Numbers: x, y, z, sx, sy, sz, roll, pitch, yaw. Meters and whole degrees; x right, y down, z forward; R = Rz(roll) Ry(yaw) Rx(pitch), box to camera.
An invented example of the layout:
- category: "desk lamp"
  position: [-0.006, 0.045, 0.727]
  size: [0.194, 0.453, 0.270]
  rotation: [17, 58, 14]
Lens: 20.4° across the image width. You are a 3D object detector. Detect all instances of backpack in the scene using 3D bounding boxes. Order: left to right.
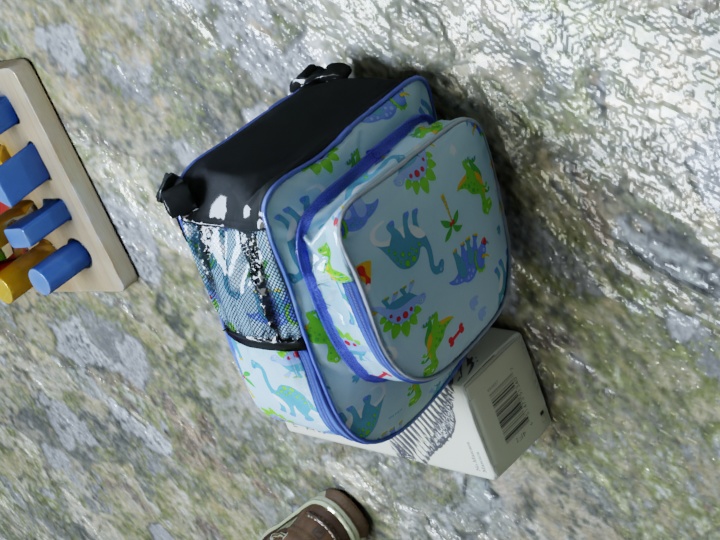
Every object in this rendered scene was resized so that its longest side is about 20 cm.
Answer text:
- category: "backpack"
  position: [0.000, 0.000, 1.221]
  size: [0.146, 0.183, 0.201]
  rotation: [11, 129, 38]

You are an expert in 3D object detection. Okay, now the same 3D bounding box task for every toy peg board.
- category: "toy peg board"
  position: [-0.308, -0.051, 1.601]
  size: [0.199, 0.098, 0.201]
  rotation: [0, 122, 49]

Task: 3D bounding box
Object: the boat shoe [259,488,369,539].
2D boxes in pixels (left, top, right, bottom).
- category: "boat shoe"
  position: [-0.062, 0.243, 1.613]
  size: [0.075, 0.075, 0.203]
  rotation: [43, 145, 11]

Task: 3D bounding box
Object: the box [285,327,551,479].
- category: "box"
  position: [0.027, 0.077, 1.364]
  size: [0.199, 0.068, 0.082]
  rotation: [7, 128, 45]
